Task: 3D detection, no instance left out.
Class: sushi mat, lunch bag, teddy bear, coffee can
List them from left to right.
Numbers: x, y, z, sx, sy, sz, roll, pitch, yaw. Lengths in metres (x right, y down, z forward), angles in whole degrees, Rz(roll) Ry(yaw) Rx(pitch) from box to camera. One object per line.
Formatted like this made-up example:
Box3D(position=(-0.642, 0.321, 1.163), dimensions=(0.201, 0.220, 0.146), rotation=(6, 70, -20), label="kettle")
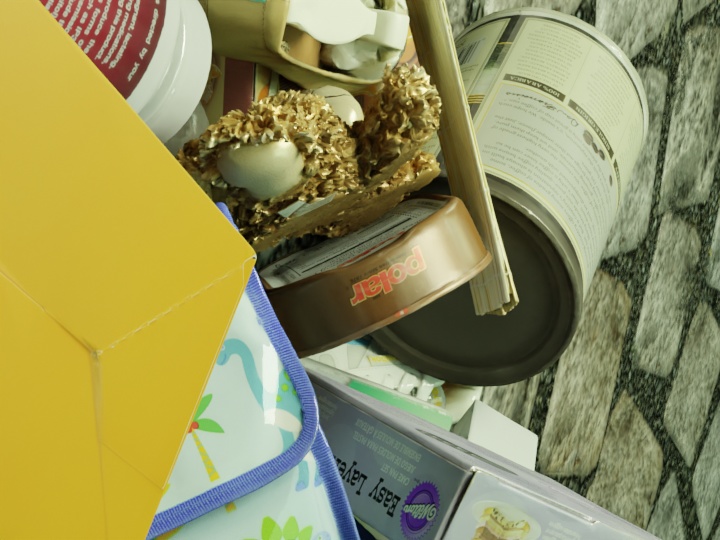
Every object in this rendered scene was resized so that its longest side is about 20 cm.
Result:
Box3D(position=(-0.099, 0.093, 0.702), dimensions=(0.169, 0.127, 0.202), rotation=(-22, 106, -19), label="lunch bag")
Box3D(position=(-0.037, -0.052, 0.789), dimensions=(0.199, 0.145, 0.067), rotation=(-20, 78, -50), label="teddy bear")
Box3D(position=(0.048, -0.075, 0.903), dimensions=(0.096, 0.012, 0.202), rotation=(127, -49, -81), label="sushi mat")
Box3D(position=(0.086, -0.049, 1.067), dimensions=(0.201, 0.145, 0.147), rotation=(-61, 149, -48), label="coffee can")

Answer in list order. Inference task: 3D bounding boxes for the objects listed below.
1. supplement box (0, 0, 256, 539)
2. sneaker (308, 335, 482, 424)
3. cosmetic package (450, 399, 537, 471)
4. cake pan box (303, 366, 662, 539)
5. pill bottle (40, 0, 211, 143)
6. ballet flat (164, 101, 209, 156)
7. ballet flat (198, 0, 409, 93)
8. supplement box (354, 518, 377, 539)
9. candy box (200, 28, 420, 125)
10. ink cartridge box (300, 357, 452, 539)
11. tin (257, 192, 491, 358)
Box3D(position=(-0.174, -0.006, 0.533), dimensions=(0.134, 0.198, 0.197), rotation=(-69, 152, -19), label="supplement box")
Box3D(position=(0.005, 0.074, 1.058), dimensions=(0.199, 0.080, 0.077), rotation=(-15, 115, -59), label="sneaker")
Box3D(position=(0.037, 0.188, 1.011), dimensions=(0.151, 0.051, 0.200), rotation=(-57, -173, 28), label="cosmetic package")
Box3D(position=(0.068, 0.117, 0.835), dimensions=(0.199, 0.184, 0.053), rotation=(26, 90, -33), label="cake pan box")
Box3D(position=(-0.139, -0.109, 0.661), dimensions=(0.200, 0.112, 0.114), rotation=(27, 76, -62), label="pill bottle")
Box3D(position=(-0.102, -0.004, 0.864), dimensions=(0.067, 0.046, 0.202), rotation=(-17, 113, -30), label="ballet flat")
Box3D(position=(-0.012, -0.116, 0.844), dimensions=(0.199, 0.063, 0.069), rotation=(-6, 106, -61), label="ballet flat")
Box3D(position=(-0.049, 0.223, 0.831), dimensions=(0.109, 0.109, 0.201), rotation=(49, 39, -41), label="supplement box")
Box3D(position=(-0.026, -0.132, 0.942), dimensions=(0.200, 0.055, 0.117), rotation=(-22, 119, -59), label="candy box")
Box3D(position=(-0.044, 0.149, 0.955), dimensions=(0.160, 0.050, 0.202), rotation=(22, 83, -43), label="ink cartridge box")
Box3D(position=(0.000, 0.000, 0.877), dimensions=(0.042, 0.111, 0.200), rotation=(60, -5, -7), label="tin")
